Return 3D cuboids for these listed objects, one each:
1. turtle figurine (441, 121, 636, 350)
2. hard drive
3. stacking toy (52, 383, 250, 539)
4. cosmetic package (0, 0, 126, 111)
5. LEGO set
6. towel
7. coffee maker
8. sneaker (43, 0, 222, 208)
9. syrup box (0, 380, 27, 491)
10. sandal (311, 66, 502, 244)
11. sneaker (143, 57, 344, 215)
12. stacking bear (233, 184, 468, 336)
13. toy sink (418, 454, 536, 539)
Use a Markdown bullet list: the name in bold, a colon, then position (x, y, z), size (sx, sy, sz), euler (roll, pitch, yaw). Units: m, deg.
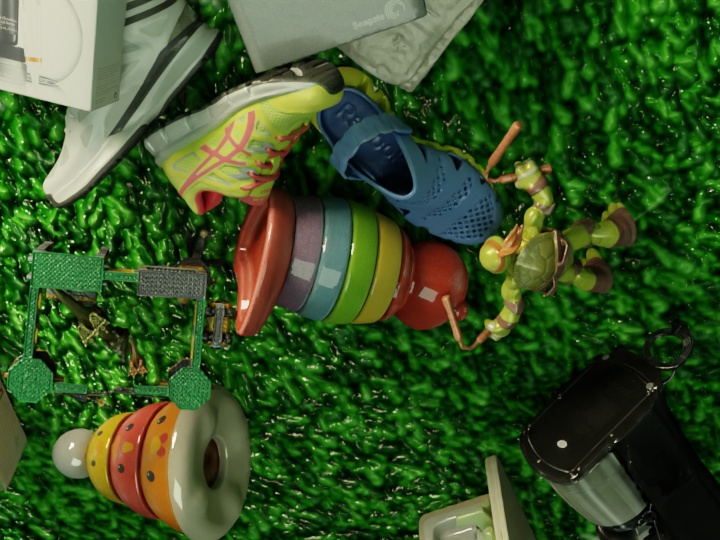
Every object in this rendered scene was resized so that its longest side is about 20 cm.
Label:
- **turtle figurine**: position (0.159, -0.023, 0.832), size (0.159, 0.064, 0.204), euler (-4, 114, -31)
- **hard drive**: position (-0.046, -0.257, 0.700), size (0.137, 0.033, 0.202), euler (-16, 119, 10)
- **stacking toy**: position (-0.218, 0.187, 0.967), size (0.196, 0.147, 0.148), euler (-3, 123, 20)
- **cosmetic package**: position (-0.267, -0.213, 0.712), size (0.196, 0.052, 0.153), euler (14, 110, 9)
- **LEGO set**: position (-0.211, 0.044, 0.863), size (0.196, 0.116, 0.157), euler (-3, 97, -12)
- **towel**: position (-0.001, -0.239, 0.749), size (0.199, 0.035, 0.133), euler (34, 114, -18)
- **coffee maker**: position (0.283, 0.189, 0.952), size (0.191, 0.135, 0.200), euler (-32, 117, 17)
- **sneaker**: position (-0.212, -0.152, 0.788), size (0.115, 0.076, 0.200), euler (42, 105, -13)
- **syrup box**: position (-0.392, 0.112, 0.930), size (0.077, 0.082, 0.203), euler (-9, 119, 4)
- **sandal**: position (0.037, -0.079, 0.816), size (0.198, 0.088, 0.080), euler (32, 115, -20)
- **sneaker**: position (-0.081, -0.100, 0.774), size (0.198, 0.078, 0.092), euler (-17, 100, 41)
- **stacking bear**: position (0.000, 0.000, 0.856), size (0.197, 0.123, 0.115), euler (12, 129, -19)
- **toy sink**: position (0.128, 0.318, 1.032), size (0.110, 0.131, 0.202), euler (-20, 121, 12)
